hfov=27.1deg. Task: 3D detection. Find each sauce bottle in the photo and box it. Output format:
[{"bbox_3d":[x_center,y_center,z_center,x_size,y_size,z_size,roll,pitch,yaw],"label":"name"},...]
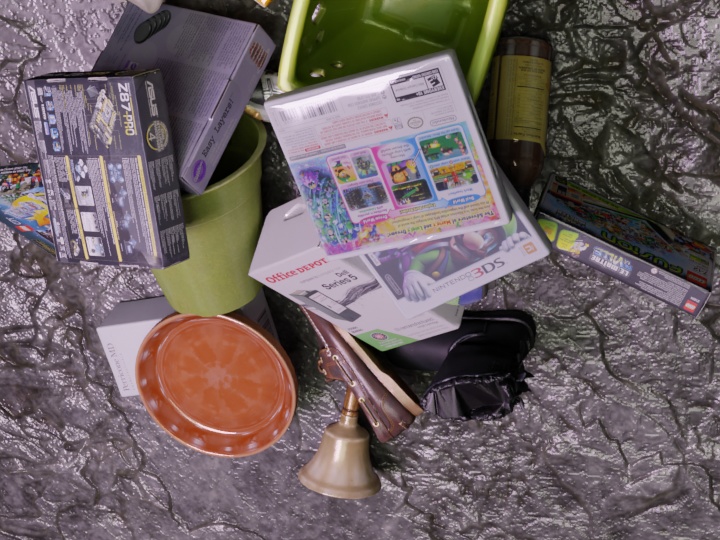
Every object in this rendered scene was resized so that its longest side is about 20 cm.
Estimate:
[{"bbox_3d":[0.162,-0.140,1.556,0.065,0.065,0.201,5,88,14],"label":"sauce bottle"}]

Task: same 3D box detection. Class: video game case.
[{"bbox_3d":[0.027,-0.108,1.450,0.200,0.024,0.182,-12,116,23],"label":"video game case"},{"bbox_3d":[0.065,-0.061,1.495,0.182,0.023,0.200,-26,110,29],"label":"video game case"}]

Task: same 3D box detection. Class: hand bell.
[{"bbox_3d":[-0.012,0.163,1.801,0.104,0.104,0.201,11,106,11],"label":"hand bell"}]

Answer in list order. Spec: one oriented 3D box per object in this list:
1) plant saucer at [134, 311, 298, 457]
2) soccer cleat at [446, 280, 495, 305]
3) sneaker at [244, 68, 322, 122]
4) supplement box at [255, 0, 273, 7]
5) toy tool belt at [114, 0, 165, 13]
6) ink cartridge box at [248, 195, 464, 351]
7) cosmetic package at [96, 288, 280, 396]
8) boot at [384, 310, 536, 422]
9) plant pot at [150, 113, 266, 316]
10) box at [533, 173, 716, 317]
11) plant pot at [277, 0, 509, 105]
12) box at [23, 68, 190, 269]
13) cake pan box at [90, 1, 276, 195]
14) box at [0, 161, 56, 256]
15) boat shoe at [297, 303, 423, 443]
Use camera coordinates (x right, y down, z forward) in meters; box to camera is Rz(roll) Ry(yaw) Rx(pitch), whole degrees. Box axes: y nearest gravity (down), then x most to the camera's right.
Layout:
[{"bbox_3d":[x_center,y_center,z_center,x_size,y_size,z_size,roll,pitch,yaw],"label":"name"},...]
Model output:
[{"bbox_3d":[-0.169,0.131,1.768,0.200,0.032,0.201,6,118,12],"label":"plant saucer"},{"bbox_3d":[0.089,-0.061,1.572,0.083,0.065,0.201,-10,95,-3],"label":"soccer cleat"},{"bbox_3d":[-0.076,-0.200,1.648,0.200,0.076,0.088,28,106,-4],"label":"sneaker"},{"bbox_3d":[-0.069,-0.389,1.522,0.109,0.109,0.200,39,120,-4],"label":"supplement box"},{"bbox_3d":[-0.248,-0.380,1.573,0.123,0.125,0.200,14,118,0],"label":"toy tool belt"},{"bbox_3d":[0.000,0.000,1.639,0.200,0.084,0.145,30,151,-27],"label":"ink cartridge box"},{"bbox_3d":[-0.207,0.085,1.815,0.199,0.071,0.102,-9,113,20],"label":"cosmetic package"},{"bbox_3d":[0.103,0.111,1.684,0.198,0.163,0.074,-6,116,20],"label":"boot"},{"bbox_3d":[-0.184,-0.055,1.689,0.199,0.200,0.190,-1,126,17],"label":"plant pot"},{"bbox_3d":[0.280,-0.029,1.595,0.200,0.110,0.035,25,119,3],"label":"box"},{"bbox_3d":[0.050,-0.265,1.506,0.200,0.182,0.199,21,119,6],"label":"plant pot"},{"bbox_3d":[-0.262,-0.105,1.538,0.161,0.049,0.201,3,108,38],"label":"box"},{"bbox_3d":[-0.210,-0.187,1.597,0.184,0.200,0.052,15,163,32],"label":"cake pan box"},{"bbox_3d":[-0.342,-0.070,1.723,0.136,0.200,0.038,-4,70,18],"label":"box"},{"bbox_3d":[-0.013,0.110,1.733,0.070,0.070,0.200,-40,82,10],"label":"boat shoe"}]
